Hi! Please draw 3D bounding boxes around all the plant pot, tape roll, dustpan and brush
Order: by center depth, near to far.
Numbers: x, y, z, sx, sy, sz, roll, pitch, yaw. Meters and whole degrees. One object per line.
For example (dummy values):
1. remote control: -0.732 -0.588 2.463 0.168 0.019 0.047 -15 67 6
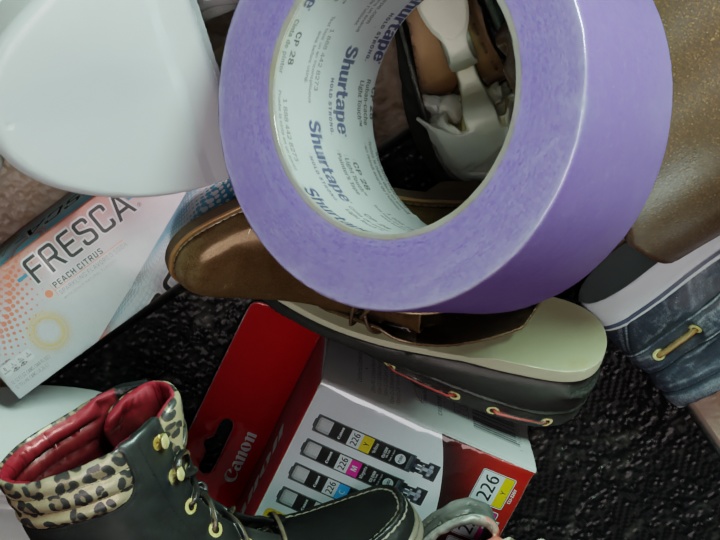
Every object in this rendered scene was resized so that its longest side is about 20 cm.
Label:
1. tape roll: 0.036 -0.080 0.839 0.200 0.085 0.200 -1 88 35
2. plant pot: 0.187 -0.118 0.891 0.198 0.200 0.200 -36 107 21
3. dustpan and brush: -0.171 -0.085 0.908 0.200 0.057 0.140 -18 119 -3

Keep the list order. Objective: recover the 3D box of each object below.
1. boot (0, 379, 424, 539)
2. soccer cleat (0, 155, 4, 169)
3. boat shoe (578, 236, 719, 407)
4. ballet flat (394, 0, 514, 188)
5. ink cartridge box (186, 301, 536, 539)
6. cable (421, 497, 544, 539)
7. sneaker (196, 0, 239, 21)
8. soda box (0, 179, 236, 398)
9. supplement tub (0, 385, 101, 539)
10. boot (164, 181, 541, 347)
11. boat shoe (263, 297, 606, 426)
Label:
1. boot: -0.076 0.124 0.921 0.200 0.073 0.151 -24 116 -6
2. soccer cleat: -0.228 -0.086 0.964 0.085 0.069 0.200 7 107 -23
3. boat shoe: 0.223 -0.011 0.990 0.200 0.071 0.091 -37 109 19
4. ballet flat: 0.050 -0.103 0.952 0.068 0.068 0.200 -20 109 6
5. ink cartridge box: -0.024 0.144 1.036 0.175 0.084 0.200 23 109 -8
6. cable: 0.015 0.188 0.979 0.200 0.050 0.097 -20 113 5
7. sneaker: -0.091 -0.155 0.923 0.200 0.081 0.075 -25 110 17
8. soda box: -0.128 -0.019 0.986 0.200 0.064 0.068 -36 106 13
9. supplement tub: -0.181 0.178 1.012 0.144 0.145 0.200 4 105 -1
10. boot: 0.000 0.000 0.941 0.200 0.076 0.074 -4 145 -9
11. boat shoe: 0.033 0.034 1.000 0.201 0.074 0.063 17 138 5
